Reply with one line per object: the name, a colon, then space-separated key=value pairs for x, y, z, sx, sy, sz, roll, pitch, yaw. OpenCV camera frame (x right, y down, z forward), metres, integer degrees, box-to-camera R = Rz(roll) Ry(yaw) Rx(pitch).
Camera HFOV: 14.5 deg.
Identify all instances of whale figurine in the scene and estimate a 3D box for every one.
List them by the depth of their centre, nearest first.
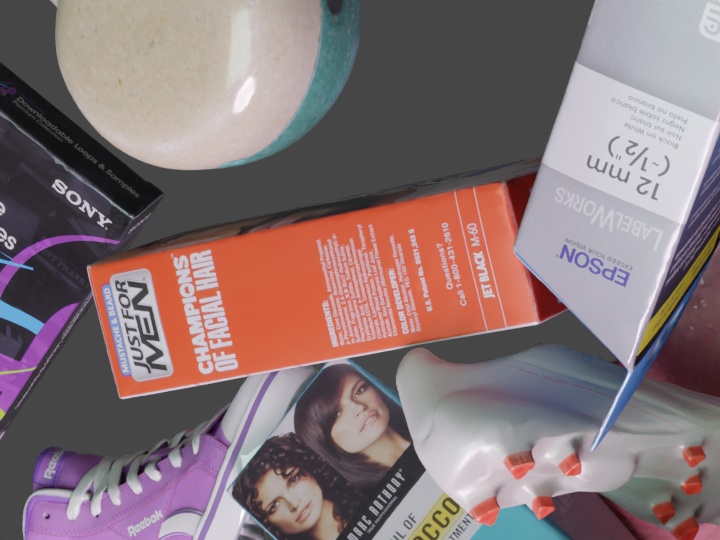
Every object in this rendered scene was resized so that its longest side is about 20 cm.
whale figurine: x=-0.064 y=-0.142 z=1.179 sx=0.159 sy=0.104 sz=0.201 roll=-17 pitch=82 yaw=38

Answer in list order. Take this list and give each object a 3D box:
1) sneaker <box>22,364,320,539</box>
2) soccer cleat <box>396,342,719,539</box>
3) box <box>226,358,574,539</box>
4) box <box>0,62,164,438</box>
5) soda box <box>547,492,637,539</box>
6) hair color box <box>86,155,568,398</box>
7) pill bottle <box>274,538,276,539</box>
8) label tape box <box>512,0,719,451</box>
sneaker: x=-0.097 y=0.100 z=1.313 sx=0.114 sy=0.073 sz=0.201 roll=35 pitch=121 yaw=11
soccer cleat: x=0.101 y=0.063 z=1.161 sx=0.069 sy=0.199 sz=0.078 roll=-54 pitch=49 yaw=30
box: x=0.034 y=0.120 z=1.185 sx=0.082 sy=0.049 sz=0.200 roll=-52 pitch=48 yaw=0
box: x=-0.197 y=-0.007 z=1.325 sx=0.143 sy=0.036 sz=0.200 roll=38 pitch=122 yaw=3
soda box: x=0.119 y=0.181 z=1.258 sx=0.200 sy=0.063 sz=0.068 roll=49 pitch=123 yaw=-4
hair color box: x=0.000 y=0.000 z=1.191 sx=0.199 sy=0.111 sz=0.064 roll=-12 pitch=94 yaw=27
pill bottle: x=-0.001 y=0.223 z=1.303 sx=0.111 sy=0.111 sz=0.201 roll=3 pitch=115 yaw=22
label tape box: x=0.115 y=-0.051 z=1.097 sx=0.066 sy=0.143 sz=0.201 roll=25 pitch=119 yaw=11
